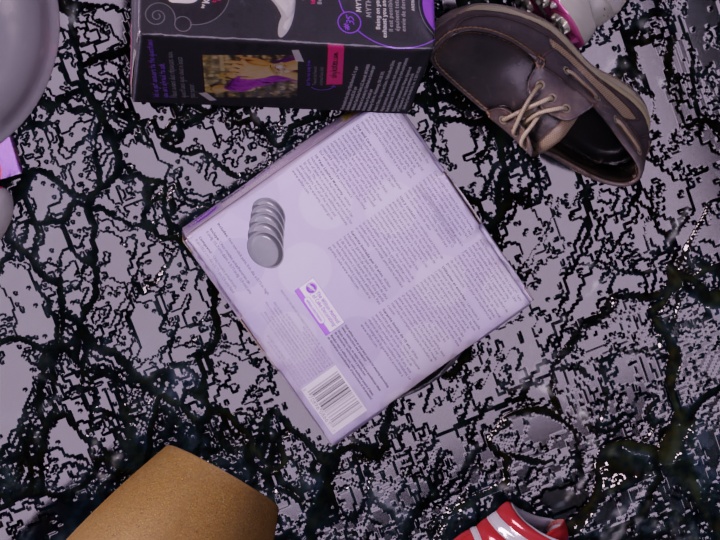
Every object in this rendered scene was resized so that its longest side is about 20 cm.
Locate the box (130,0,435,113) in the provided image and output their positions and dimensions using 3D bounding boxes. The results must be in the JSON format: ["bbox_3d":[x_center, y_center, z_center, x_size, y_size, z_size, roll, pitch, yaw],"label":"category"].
[{"bbox_3d":[-0.055,-0.185,1.402,0.199,0.106,0.123,3,69,-9],"label":"box"}]

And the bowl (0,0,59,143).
[{"bbox_3d":[-0.297,-0.163,1.356,0.200,0.090,0.202,-1,98,-10],"label":"bowl"}]

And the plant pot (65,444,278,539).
[{"bbox_3d":[-0.144,0.232,1.442,0.186,0.186,0.200,32,79,-11],"label":"plant pot"}]

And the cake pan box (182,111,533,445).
[{"bbox_3d":[0.000,0.000,1.484,0.184,0.052,0.200,-36,101,0],"label":"cake pan box"}]

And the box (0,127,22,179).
[{"bbox_3d":[-0.329,-0.142,1.419,0.136,0.039,0.201,-17,100,-6],"label":"box"}]

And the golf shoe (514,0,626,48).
[{"bbox_3d":[0.127,-0.259,1.462,0.091,0.075,0.200,-37,110,-11],"label":"golf shoe"}]

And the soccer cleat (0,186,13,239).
[{"bbox_3d":[-0.298,0.030,1.430,0.200,0.070,0.086,-45,85,8],"label":"soccer cleat"}]

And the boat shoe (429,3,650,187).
[{"bbox_3d":[0.132,-0.121,1.444,0.200,0.073,0.075,23,126,-27],"label":"boat shoe"}]

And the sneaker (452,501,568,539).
[{"bbox_3d":[0.146,0.262,1.532,0.112,0.071,0.200,-43,99,2],"label":"sneaker"}]
